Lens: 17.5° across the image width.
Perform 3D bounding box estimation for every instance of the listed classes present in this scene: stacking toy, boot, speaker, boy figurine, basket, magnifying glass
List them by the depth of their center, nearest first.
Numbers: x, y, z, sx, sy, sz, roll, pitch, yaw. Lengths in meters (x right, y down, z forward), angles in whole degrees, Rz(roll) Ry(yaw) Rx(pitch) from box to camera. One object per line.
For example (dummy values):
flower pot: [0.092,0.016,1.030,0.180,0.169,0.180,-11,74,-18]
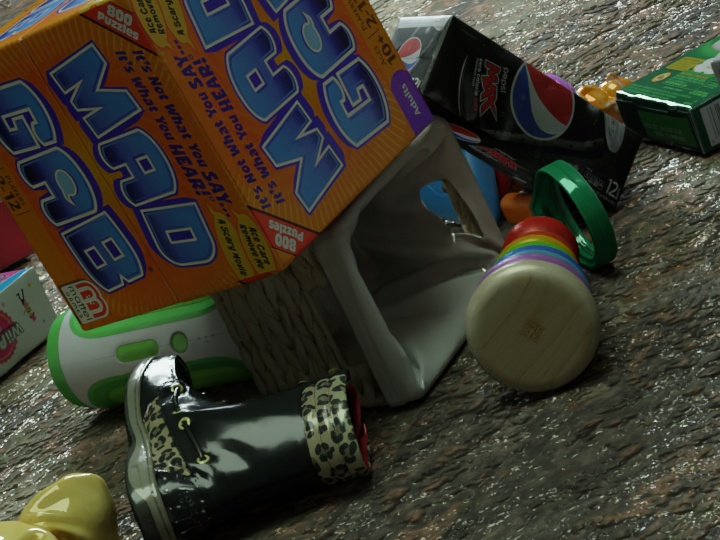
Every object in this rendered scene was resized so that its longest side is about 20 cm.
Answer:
boy figurine: [-0.230,0.196,1.454,0.124,0.065,0.200,-5,25,44]
boot: [-0.073,0.100,1.521,0.153,0.074,0.204,-19,25,5]
stacking toy: [0.118,0.008,1.547,0.085,0.086,0.200,-19,14,12]
basket: [0.000,0.000,1.620,0.123,0.136,0.200,-16,19,32]
magnifying glass: [0.138,-0.042,1.681,0.022,0.080,0.200,-30,9,-11]
speaker: [-0.130,0.048,1.713,0.199,0.089,0.088,-12,21,30]
stacking toy: [0.139,-0.118,1.857,0.199,0.117,0.110,-19,18,-27]

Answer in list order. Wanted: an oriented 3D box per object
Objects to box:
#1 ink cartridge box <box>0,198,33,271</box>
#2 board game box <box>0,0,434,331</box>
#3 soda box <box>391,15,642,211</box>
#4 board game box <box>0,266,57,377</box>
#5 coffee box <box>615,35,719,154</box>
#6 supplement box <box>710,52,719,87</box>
ink cartridge box: [-0.445,-0.038,2.233,0.200,0.145,0.145,-33,21,-24]
board game box: [-0.115,-0.112,1.550,0.199,0.200,0.200,-16,21,42]
soda box: [0.108,-0.112,1.701,0.071,0.200,0.064,6,72,55]
board game box: [-0.375,0.068,1.985,0.199,0.065,0.148,-8,24,36]
coffee box: [0.312,-0.158,1.823,0.199,0.044,0.123,-29,20,-16]
supplement box: [0.348,-0.121,1.575,0.199,0.109,0.061,-10,22,38]
